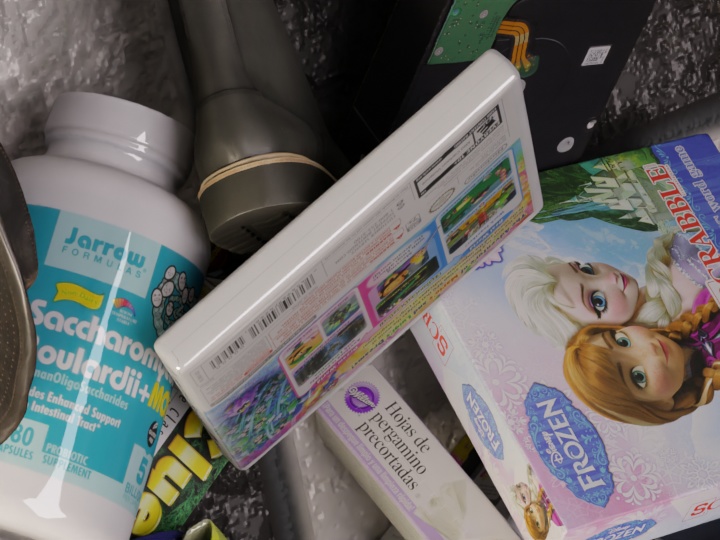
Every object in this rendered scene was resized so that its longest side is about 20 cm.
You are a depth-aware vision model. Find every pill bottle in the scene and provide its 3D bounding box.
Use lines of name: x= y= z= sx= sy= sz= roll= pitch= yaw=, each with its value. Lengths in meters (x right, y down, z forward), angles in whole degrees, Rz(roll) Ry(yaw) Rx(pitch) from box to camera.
pill bottle: x=-0.133 y=0.025 z=1.353 sx=0.111 sy=0.111 sz=0.201 roll=25 pitch=73 yaw=-36

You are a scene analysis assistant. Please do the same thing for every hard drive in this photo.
hard drive: x=0.078 y=-0.123 z=1.471 sx=0.139 sy=0.038 sz=0.200 roll=-9 pitch=138 yaw=-35

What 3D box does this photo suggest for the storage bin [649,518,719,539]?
storage bin: x=0.232 y=0.168 z=1.540 sx=0.199 sy=0.145 sz=0.135 roll=-21 pitch=124 yaw=-35

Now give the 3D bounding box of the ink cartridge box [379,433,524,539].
ink cartridge box: x=0.097 y=0.157 z=1.564 sx=0.200 sy=0.085 sz=0.148 roll=-50 pitch=123 yaw=-21

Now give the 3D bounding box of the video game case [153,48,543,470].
video game case: x=0.000 y=0.000 z=1.380 sx=0.200 sy=0.024 sz=0.182 roll=-41 pitch=163 yaw=-7

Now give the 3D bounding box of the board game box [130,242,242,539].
board game box: x=-0.112 y=0.078 z=1.440 sx=0.105 sy=0.023 sz=0.200 roll=45 pitch=71 yaw=-34

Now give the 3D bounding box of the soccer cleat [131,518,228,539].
soccer cleat: x=-0.066 y=0.163 z=1.442 sx=0.200 sy=0.065 sz=0.084 roll=15 pitch=97 yaw=-48

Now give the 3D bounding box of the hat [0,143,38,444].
hat: x=-0.190 y=-0.019 z=1.278 sx=0.081 sy=0.200 sz=0.202 roll=-29 pitch=114 yaw=-48

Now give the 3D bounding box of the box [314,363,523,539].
box: x=0.051 y=0.132 z=1.467 sx=0.039 sy=0.200 sz=0.041 roll=-34 pitch=154 yaw=-14

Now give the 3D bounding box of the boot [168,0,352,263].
boot: x=-0.039 y=-0.076 z=1.410 sx=0.077 sy=0.200 sz=0.139 roll=-16 pitch=79 yaw=4

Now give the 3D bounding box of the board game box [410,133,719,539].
board game box: x=0.134 y=0.036 z=1.507 sx=0.199 sy=0.200 sz=0.041 roll=-15 pitch=149 yaw=-27
